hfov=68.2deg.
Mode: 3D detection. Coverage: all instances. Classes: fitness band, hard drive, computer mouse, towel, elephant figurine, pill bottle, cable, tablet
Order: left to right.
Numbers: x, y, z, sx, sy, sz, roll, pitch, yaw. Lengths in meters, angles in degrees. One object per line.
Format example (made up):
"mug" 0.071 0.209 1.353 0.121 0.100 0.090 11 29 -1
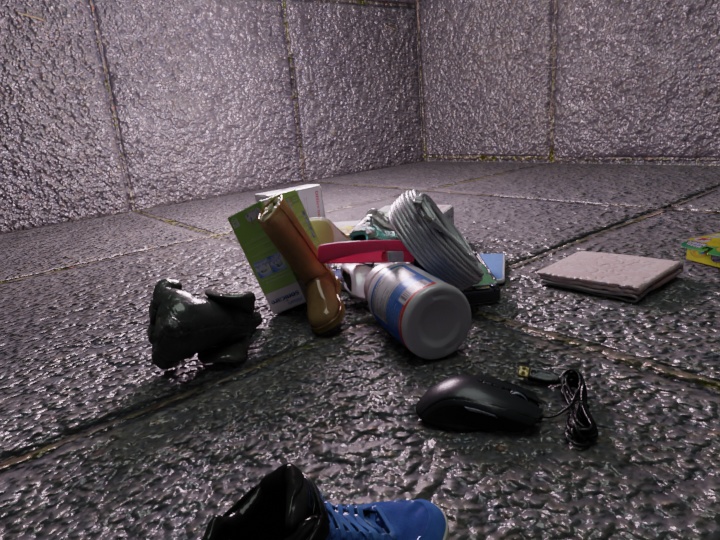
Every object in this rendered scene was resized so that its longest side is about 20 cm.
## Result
"elephant figurine" -0.218 0.079 0.826 0.198 0.142 0.156 4 39 -30
"computer mouse" 0.000 0.000 1.041 0.108 0.044 0.200 11 20 -17
"fitness band" 0.012 -0.031 0.927 0.142 0.038 0.199 -1 -1 30
"pill bottle" 0.077 0.051 0.830 0.111 0.114 0.200 -10 17 -17
"cable" 0.131 -0.050 0.908 0.069 0.200 0.200 -40 14 15
"hard drive" 0.177 0.009 1.032 0.138 0.038 0.200 -7 23 -1
"tablet" 0.245 -0.005 1.143 0.129 0.014 0.200 -1 16 16
"computer mouse" 0.170 0.137 0.623 0.198 0.047 0.140 1 19 22
"towel" 0.470 0.005 1.008 0.190 0.033 0.199 -19 21 -37

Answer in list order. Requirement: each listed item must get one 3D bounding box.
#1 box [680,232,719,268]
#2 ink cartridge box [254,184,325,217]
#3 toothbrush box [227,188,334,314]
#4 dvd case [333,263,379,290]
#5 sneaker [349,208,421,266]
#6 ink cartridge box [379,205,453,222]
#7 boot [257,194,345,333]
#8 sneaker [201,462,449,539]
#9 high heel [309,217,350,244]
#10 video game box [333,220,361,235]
"box" 0.750 -0.041 1.052 0.198 0.049 0.117 -8 17 -17
"ink cartridge box" -0.213 -0.179 1.643 0.199 0.147 0.087 -18 19 -35
"toothbrush box" -0.146 -0.040 1.026 0.085 0.202 0.146 -22 9 25
"dvd case" 0.021 0.017 1.132 0.199 0.018 0.142 8 20 40
"sneaker" 0.054 -0.049 1.063 0.091 0.078 0.199 -37 43 -22
"ink cartridge box" 0.137 -0.119 1.408 0.198 0.089 0.145 0 17 23
"boot" -0.106 -0.010 0.907 0.066 0.201 0.176 -29 25 9
"sneaker" -0.019 0.190 0.385 0.198 0.113 0.077 -12 17 -24
"high heel" -0.071 -0.060 1.183 0.198 0.072 0.143 12 -14 -11
"video game box" -0.081 -0.100 1.512 0.197 0.047 0.182 -4 14 7
